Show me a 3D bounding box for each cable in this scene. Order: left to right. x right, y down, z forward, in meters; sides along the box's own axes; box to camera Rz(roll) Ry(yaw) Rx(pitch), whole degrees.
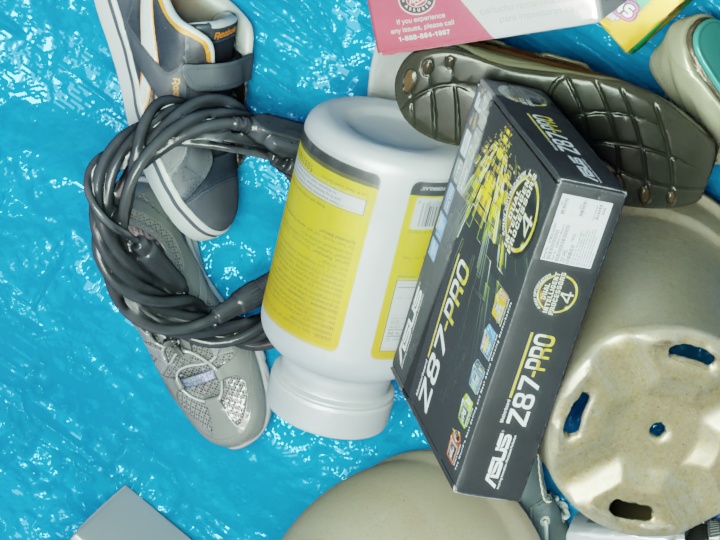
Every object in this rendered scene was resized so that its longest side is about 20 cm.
[{"bbox_3d":[-0.094,-0.029,1.715,0.200,0.051,0.163,12,110,-32],"label":"cable"}]

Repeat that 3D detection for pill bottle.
[{"bbox_3d":[0.000,0.000,1.676,0.112,0.112,0.200,19,113,12],"label":"pill bottle"}]

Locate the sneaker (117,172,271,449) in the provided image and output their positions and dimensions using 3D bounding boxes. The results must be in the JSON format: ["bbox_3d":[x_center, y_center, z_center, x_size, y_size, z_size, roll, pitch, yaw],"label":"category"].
[{"bbox_3d":[-0.129,0.035,1.785,0.075,0.082,0.200,-25,97,23],"label":"sneaker"}]

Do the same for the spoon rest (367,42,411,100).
[{"bbox_3d":[0.042,-0.147,1.687,0.099,0.061,0.200,-7,103,20],"label":"spoon rest"}]

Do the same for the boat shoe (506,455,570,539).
[{"bbox_3d":[0.105,0.170,1.774,0.062,0.073,0.200,-3,102,-26],"label":"boat shoe"}]

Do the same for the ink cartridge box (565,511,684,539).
[{"bbox_3d":[0.220,0.261,1.759,0.163,0.057,0.200,2,102,17],"label":"ink cartridge box"}]

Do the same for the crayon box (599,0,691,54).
[{"bbox_3d":[0.144,-0.246,1.624,0.119,0.058,0.200,-42,90,24],"label":"crayon box"}]

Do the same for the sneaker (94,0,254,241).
[{"bbox_3d":[-0.108,-0.120,1.735,0.079,0.078,0.200,-14,100,27],"label":"sneaker"}]

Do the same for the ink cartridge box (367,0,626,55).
[{"bbox_3d":[0.067,-0.240,1.574,0.146,0.083,0.200,-7,104,21],"label":"ink cartridge box"}]

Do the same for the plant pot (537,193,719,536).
[{"bbox_3d":[0.167,0.064,1.609,0.200,0.183,0.200,-1,111,-4],"label":"plant pot"}]

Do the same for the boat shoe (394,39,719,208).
[{"bbox_3d":[0.123,-0.100,1.633,0.200,0.074,0.076,21,112,4],"label":"boat shoe"}]

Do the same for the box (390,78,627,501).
[{"bbox_3d":[0.082,0.009,1.552,0.049,0.161,0.200,10,112,-17],"label":"box"}]

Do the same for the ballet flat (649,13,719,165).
[{"bbox_3d":[0.243,-0.067,1.650,0.069,0.069,0.200,-31,93,24],"label":"ballet flat"}]

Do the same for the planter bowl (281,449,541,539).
[{"bbox_3d":[0.011,0.227,1.728,0.200,0.135,0.200,11,106,42],"label":"planter bowl"}]

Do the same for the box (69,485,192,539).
[{"bbox_3d":[-0.137,0.269,1.851,0.200,0.097,0.124,40,114,3],"label":"box"}]

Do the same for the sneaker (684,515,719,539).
[{"bbox_3d":[0.250,0.244,1.676,0.071,0.083,0.200,-10,106,21],"label":"sneaker"}]
